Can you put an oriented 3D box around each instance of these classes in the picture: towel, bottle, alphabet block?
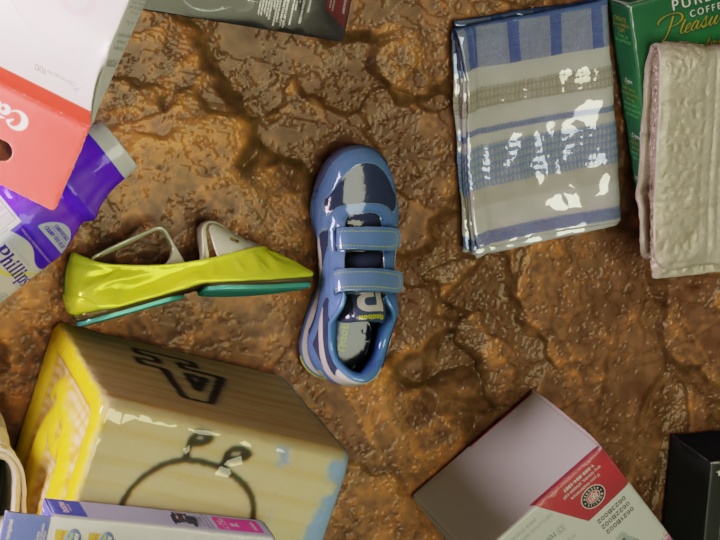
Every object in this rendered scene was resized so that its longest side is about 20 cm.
[{"bbox_3d":[0.295,-0.093,1.698,0.132,0.034,0.200,-5,107,-20],"label":"towel"},{"bbox_3d":[0.146,-0.117,1.690,0.147,0.024,0.200,-11,109,-18],"label":"towel"},{"bbox_3d":[-0.258,-0.033,1.536,0.200,0.065,0.084,-39,153,-6],"label":"bottle"},{"bbox_3d":[-0.152,0.173,1.574,0.200,0.196,0.196,14,99,-23],"label":"alphabet block"}]

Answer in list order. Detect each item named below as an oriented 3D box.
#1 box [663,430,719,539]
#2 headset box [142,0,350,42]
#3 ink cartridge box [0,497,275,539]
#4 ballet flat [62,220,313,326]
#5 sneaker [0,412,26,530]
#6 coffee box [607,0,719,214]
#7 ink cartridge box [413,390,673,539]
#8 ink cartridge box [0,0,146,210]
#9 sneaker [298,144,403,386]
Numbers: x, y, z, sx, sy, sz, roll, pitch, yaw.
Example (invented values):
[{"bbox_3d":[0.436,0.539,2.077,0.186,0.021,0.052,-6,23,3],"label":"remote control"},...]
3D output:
[{"bbox_3d":[0.348,0.247,1.842,0.141,0.079,0.200,-3,107,-22],"label":"box"},{"bbox_3d":[-0.082,-0.260,1.534,0.200,0.077,0.149,6,104,-22],"label":"headset box"},{"bbox_3d":[-0.169,0.228,1.455,0.200,0.042,0.119,8,103,-24],"label":"ink cartridge box"},{"bbox_3d":[-0.135,-0.004,1.603,0.200,0.067,0.067,-9,88,-16],"label":"ballet flat"},{"bbox_3d":[-0.313,0.210,1.570,0.074,0.116,0.200,13,102,-25],"label":"sneaker"},{"bbox_3d":[0.281,-0.146,1.719,0.123,0.044,0.200,-18,112,-14],"label":"coffee box"},{"bbox_3d":[0.174,0.237,1.739,0.145,0.145,0.200,-41,116,-5],"label":"ink cartridge box"},{"bbox_3d":[-0.254,-0.167,1.472,0.162,0.057,0.200,26,93,10],"label":"ink cartridge box"},{"bbox_3d":[0.000,0.000,1.639,0.074,0.082,0.200,-1,104,-18],"label":"sneaker"}]
